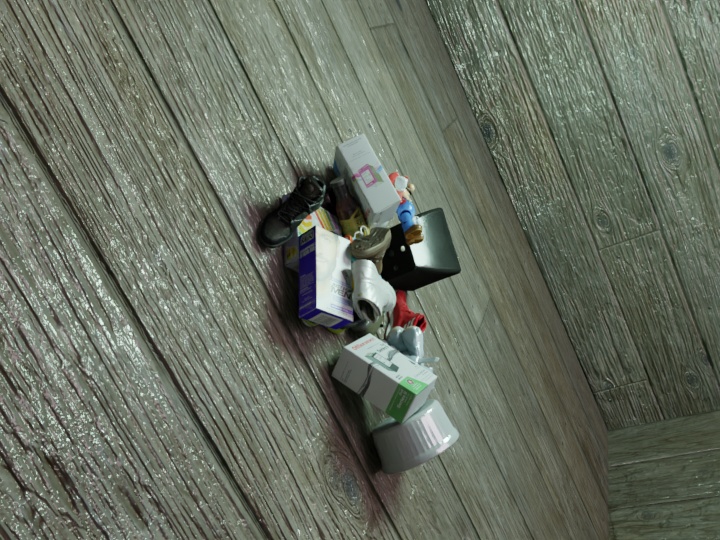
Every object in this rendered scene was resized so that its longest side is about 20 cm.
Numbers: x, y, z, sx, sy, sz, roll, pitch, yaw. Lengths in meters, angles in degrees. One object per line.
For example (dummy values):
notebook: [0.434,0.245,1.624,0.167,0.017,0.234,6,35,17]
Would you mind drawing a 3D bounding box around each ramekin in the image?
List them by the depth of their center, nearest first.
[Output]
ramekin: [0.122,0.384,1.442,0.200,0.199,0.099,-16,79,-62]

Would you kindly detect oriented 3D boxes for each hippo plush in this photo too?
hippo plush: [0.138,0.243,1.581,0.161,0.198,0.161,47,57,-49]

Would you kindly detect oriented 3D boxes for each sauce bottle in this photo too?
sauce bottle: [-0.024,-0.134,1.542,0.202,0.065,0.066,68,26,-24]

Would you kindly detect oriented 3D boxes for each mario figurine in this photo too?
mario figurine: [0.128,-0.177,1.629,0.105,0.124,0.202,-6,64,-31]

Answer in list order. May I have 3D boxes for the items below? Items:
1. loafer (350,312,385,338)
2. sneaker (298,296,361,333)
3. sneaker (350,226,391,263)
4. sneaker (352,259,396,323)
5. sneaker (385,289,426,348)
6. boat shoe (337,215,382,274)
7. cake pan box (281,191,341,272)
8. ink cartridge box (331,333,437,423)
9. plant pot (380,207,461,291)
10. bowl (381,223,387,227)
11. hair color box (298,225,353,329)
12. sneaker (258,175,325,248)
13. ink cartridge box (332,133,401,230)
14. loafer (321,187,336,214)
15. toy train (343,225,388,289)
loafer: [0.027,0.115,1.584,0.200,0.074,0.070,-55,132,-52]
sneaker: [-0.069,0.090,1.402,0.199,0.080,0.075,22,53,-55]
sneaker: [0.031,-0.044,1.448,0.200,0.069,0.077,-39,134,-62]
sneaker: [0.028,0.075,1.386,0.200,0.073,0.117,51,34,-52]
sneaker: [0.137,0.127,1.711,0.078,0.114,0.202,45,37,-37]
boat shoe: [-0.004,-0.072,1.640,0.201,0.071,0.065,59,-3,-22]
cake pan box: [-0.109,-0.068,1.469,0.199,0.052,0.187,32,48,-51]
ink cartridge box: [0.055,0.242,1.406,0.199,0.085,0.146,30,19,19]
plant pot: [0.141,-0.055,1.772,0.176,0.198,0.203,-5,77,-50]
bowl: [0.026,-0.216,1.729,0.200,0.074,0.203,34,41,-71]
hair color box: [-0.076,0.015,1.339,0.109,0.064,0.203,22,52,-39]
sneaker: [-0.145,-0.138,1.333,0.076,0.114,0.199,42,61,6]
ink cartridge box: [0.013,-0.219,1.562,0.202,0.084,0.145,62,-11,9]
loafer: [-0.067,-0.186,1.600,0.073,0.062,0.200,67,26,-4]
toy train: [0.000,0.000,1.513,0.150,0.055,0.203,-35,109,-58]
